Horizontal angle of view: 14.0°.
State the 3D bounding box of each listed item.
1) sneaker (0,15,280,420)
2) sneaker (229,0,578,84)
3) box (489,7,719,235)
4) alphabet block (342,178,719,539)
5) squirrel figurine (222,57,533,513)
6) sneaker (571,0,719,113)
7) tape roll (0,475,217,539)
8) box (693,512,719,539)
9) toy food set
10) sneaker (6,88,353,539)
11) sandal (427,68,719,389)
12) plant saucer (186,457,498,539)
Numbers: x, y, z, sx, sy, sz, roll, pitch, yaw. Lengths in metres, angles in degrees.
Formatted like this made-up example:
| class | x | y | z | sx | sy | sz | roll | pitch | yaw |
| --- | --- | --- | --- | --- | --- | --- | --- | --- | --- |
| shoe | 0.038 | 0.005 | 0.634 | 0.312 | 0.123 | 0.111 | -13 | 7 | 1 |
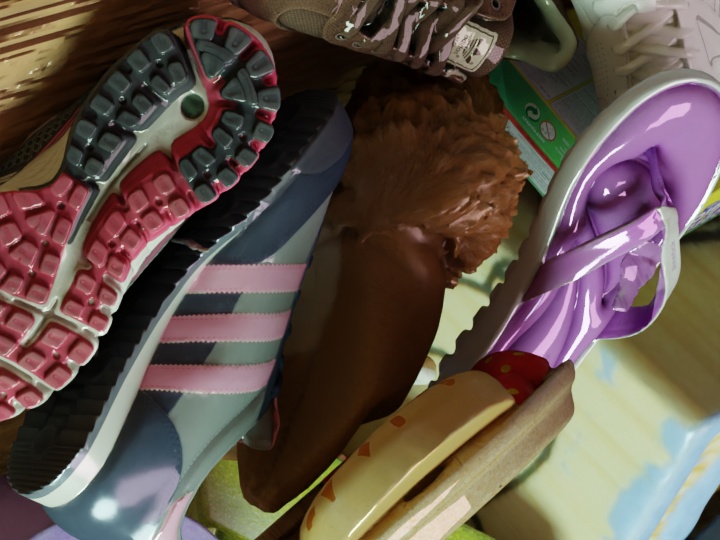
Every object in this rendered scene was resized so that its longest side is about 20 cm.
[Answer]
| class | x | y | z | sx | sy | sz | roll | pitch | yaw |
| --- | --- | --- | --- | --- | --- | --- | --- | --- | --- |
| sneaker | -0.106 | -0.016 | 1.108 | 0.200 | 0.081 | 0.075 | -40 | -173 | 5 |
| sneaker | 0.025 | -0.114 | 1.168 | 0.200 | 0.076 | 0.070 | -10 | 139 | -57 |
| box | 0.155 | -0.086 | 1.400 | 0.200 | 0.117 | 0.048 | -28 | 163 | -38 |
| alphabet block | 0.120 | 0.038 | 1.451 | 0.196 | 0.200 | 0.195 | -25 | 150 | -43 |
| squirrel figurine | 0.000 | 0.000 | 1.254 | 0.200 | 0.142 | 0.187 | -44 | 165 | 3 |
| sneaker | 0.130 | -0.096 | 1.250 | 0.078 | 0.100 | 0.200 | -12 | 157 | 9 |
| tape roll | -0.137 | 0.193 | 1.291 | 0.200 | 0.066 | 0.200 | -14 | 110 | -42 |
| box | 0.239 | 0.150 | 1.451 | 0.200 | 0.104 | 0.148 | -45 | 160 | 0 |
| toy food set | 0.005 | 0.097 | 1.167 | 0.198 | 0.049 | 0.200 | -43 | 177 | 26 |
| sneaker | -0.054 | 0.024 | 1.141 | 0.082 | 0.070 | 0.200 | 43 | 75 | -28 |
| sandal | 0.103 | 0.005 | 1.236 | 0.082 | 0.050 | 0.203 | 6 | 126 | -40 |
| plant saucer | -0.016 | 0.172 | 1.435 | 0.048 | 0.199 | 0.200 | -56 | 168 | -36 |
